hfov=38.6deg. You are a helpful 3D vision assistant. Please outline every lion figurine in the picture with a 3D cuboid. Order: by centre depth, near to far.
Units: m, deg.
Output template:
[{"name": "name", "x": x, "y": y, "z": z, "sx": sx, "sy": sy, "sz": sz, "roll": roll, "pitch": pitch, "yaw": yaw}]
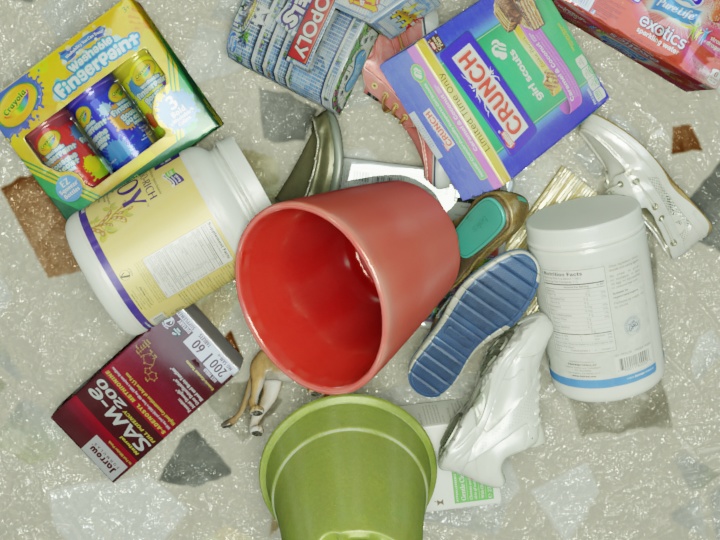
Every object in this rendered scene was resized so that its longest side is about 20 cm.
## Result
[{"name": "lion figurine", "x": -0.076, "y": 0.105, "z": 1.167, "sx": 0.198, "sy": 0.124, "sz": 0.072, "roll": -18, "pitch": 143, "yaw": 23}]

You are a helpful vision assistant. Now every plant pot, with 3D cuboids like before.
[{"name": "plant pot", "x": -0.007, "y": 0.260, "z": 1.051, "sx": 0.198, "sy": 0.190, "sz": 0.202, "roll": -1, "pitch": 112, "yaw": -4}, {"name": "plant pot", "x": 0.000, "y": 0.000, "z": 1.056, "sx": 0.199, "sy": 0.177, "sz": 0.202, "roll": 18, "pitch": 121, "yaw": 33}]

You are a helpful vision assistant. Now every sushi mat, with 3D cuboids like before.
[{"name": "sushi mat", "x": 0.213, "y": -0.013, "z": 1.200, "sx": 0.095, "sy": 0.012, "sz": 0.201, "roll": 34, "pitch": 96, "yaw": -7}]

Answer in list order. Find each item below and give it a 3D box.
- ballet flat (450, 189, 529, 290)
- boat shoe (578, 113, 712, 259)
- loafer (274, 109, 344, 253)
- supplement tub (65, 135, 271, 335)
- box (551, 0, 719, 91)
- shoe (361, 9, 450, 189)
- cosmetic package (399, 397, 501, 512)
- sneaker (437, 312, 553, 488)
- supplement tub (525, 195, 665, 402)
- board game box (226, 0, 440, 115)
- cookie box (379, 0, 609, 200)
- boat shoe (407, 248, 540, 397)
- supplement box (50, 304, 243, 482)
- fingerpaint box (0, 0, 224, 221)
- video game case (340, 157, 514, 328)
[{"name": "ballet flat", "x": 0.113, "y": -0.027, "z": 1.123, "sx": 0.200, "sy": 0.072, "sz": 0.068, "roll": -43, "pitch": 70, "yaw": 42}, {"name": "boat shoe", "x": 0.310, "y": -0.092, "z": 1.162, "sx": 0.200, "sy": 0.071, "sz": 0.069, "roll": 44, "pitch": 93, "yaw": -8}, {"name": "loafer", "x": -0.061, "y": -0.081, "z": 1.151, "sx": 0.069, "sy": 0.075, "sz": 0.202, "roll": 7, "pitch": 98, "yaw": -7}, {"name": "supplement tub", "x": -0.193, "y": -0.040, "z": 1.091, "sx": 0.199, "sy": 0.145, "sz": 0.146, "roll": -31, "pitch": 98, "yaw": -5}, {"name": "box", "x": 0.316, "y": -0.286, "z": 1.122, "sx": 0.199, "sy": 0.096, "sz": 0.100, "roll": 28, "pitch": 97, "yaw": -6}, {"name": "shoe", "x": 0.050, "y": -0.186, "z": 1.138, "sx": 0.090, "sy": 0.071, "sz": 0.202, "roll": -6, "pitch": 87, "yaw": 2}, {"name": "cosmetic package", "x": 0.056, "y": 0.219, "z": 1.193, "sx": 0.198, "sy": 0.085, "sz": 0.109, "roll": -9, "pitch": 102, "yaw": -1}, {"name": "sneaker", "x": 0.166, "y": 0.144, "z": 1.118, "sx": 0.099, "sy": 0.078, "sz": 0.201, "roll": 29, "pitch": 94, "yaw": -4}, {"name": "supplement tub", "x": 0.260, "y": 0.031, "z": 1.138, "sx": 0.131, "sy": 0.132, "sz": 0.202, "roll": -13, "pitch": 105, "yaw": 0}, {"name": "board game box", "x": -0.028, "y": -0.281, "z": 1.090, "sx": 0.199, "sy": 0.062, "sz": 0.201, "roll": 29, "pitch": 97, "yaw": 22}, {"name": "cookie box", "x": 0.146, "y": -0.199, "z": 1.092, "sx": 0.200, "sy": 0.075, "sz": 0.172, "roll": -38, "pitch": 99, "yaw": -31}, {"name": "boat shoe", "x": 0.120, "y": 0.047, "z": 1.138, "sx": 0.072, "sy": 0.072, "sz": 0.200, "roll": 38, "pitch": 108, "yaw": -10}, {"name": "supplement box", "x": -0.244, "y": 0.135, "z": 1.184, "sx": 0.200, "sy": 0.061, "sz": 0.109, "roll": -42, "pitch": 98, "yaw": 5}, {"name": "fingerpaint box", "x": -0.280, "y": -0.171, "z": 1.132, "sx": 0.199, "sy": 0.073, "sz": 0.168, "roll": -34, "pitch": 98, "yaw": 3}, {"name": "video game case", "x": 0.067, "y": -0.027, "z": 1.183, "sx": 0.198, "sy": 0.023, "sz": 0.184, "roll": 7, "pitch": 98, "yaw": 1}]
